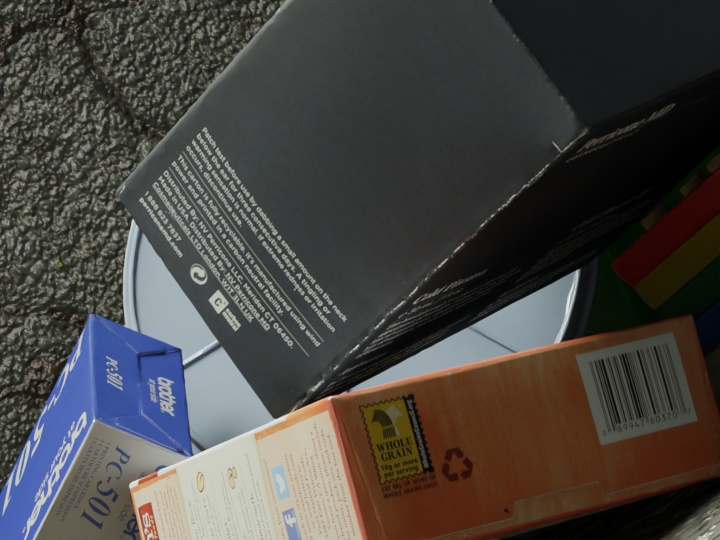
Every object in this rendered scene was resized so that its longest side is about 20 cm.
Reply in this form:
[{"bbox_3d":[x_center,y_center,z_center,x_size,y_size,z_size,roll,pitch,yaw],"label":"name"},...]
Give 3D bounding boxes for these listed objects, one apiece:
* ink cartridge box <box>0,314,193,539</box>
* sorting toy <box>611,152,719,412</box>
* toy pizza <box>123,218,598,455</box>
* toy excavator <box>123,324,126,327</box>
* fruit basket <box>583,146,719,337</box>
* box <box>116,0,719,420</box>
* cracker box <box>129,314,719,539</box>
[{"bbox_3d":[-0.127,0.126,1.112,0.200,0.044,0.094,-61,16,19],"label":"ink cartridge box"},{"bbox_3d":[0.195,-0.055,1.026,0.200,0.070,0.199,-44,-4,39],"label":"sorting toy"},{"bbox_3d":[0.000,0.000,1.154,0.200,0.201,0.032,-34,-22,5],"label":"toy pizza"},{"bbox_3d":[-0.102,0.103,1.432,0.199,0.195,0.100,-3,45,35],"label":"toy excavator"},{"bbox_3d":[0.081,-0.027,1.268,0.215,0.156,0.216,-22,14,6],"label":"fruit basket"},{"bbox_3d":[0.051,-0.062,0.990,0.200,0.104,0.182,-25,-13,-49],"label":"box"},{"bbox_3d":[0.017,0.070,0.971,0.134,0.058,0.200,-12,-8,-25],"label":"cracker box"}]
